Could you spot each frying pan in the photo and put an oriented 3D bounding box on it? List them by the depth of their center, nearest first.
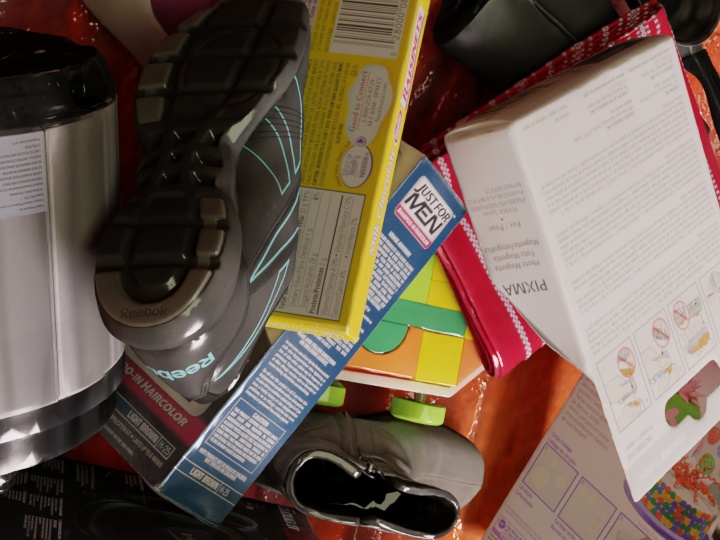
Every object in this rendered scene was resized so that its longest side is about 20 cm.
[{"bbox_3d":[0.208,-0.166,0.883,0.191,0.031,0.115,55,52,-25],"label":"frying pan"}]

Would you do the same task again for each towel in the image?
[{"bbox_3d":[0.124,-0.047,0.809,0.199,0.022,0.146,-34,114,-19],"label":"towel"}]

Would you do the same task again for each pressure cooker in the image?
[{"bbox_3d":[-0.188,0.005,0.600,0.174,0.179,0.202,1,107,2],"label":"pressure cooker"}]

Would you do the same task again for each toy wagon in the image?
[{"bbox_3d":[0.000,0.000,0.792,0.198,0.039,0.157,12,87,-28],"label":"toy wagon"}]

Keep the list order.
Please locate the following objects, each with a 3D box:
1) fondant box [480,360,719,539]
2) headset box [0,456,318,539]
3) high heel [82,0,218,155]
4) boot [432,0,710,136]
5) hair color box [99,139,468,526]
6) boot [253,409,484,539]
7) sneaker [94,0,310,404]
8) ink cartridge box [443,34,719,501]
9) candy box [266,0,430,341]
[{"bbox_3d":[0.177,0.136,0.854,0.058,0.144,0.201,8,116,-48],"label":"fondant box"},{"bbox_3d":[-0.099,0.156,0.681,0.198,0.149,0.078,16,96,-14],"label":"headset box"},{"bbox_3d":[-0.088,-0.141,0.714,0.096,0.067,0.202,-32,120,-43],"label":"high heel"},{"bbox_3d":[0.115,-0.085,0.839,0.200,0.065,0.166,41,69,-37],"label":"boot"},{"bbox_3d":[-0.050,0.013,0.696,0.201,0.100,0.061,-51,142,-6],"label":"hair color box"},{"bbox_3d":[0.016,0.123,0.791,0.198,0.130,0.068,16,93,-34],"label":"boot"},{"bbox_3d":[-0.061,-0.037,0.608,0.080,0.075,0.202,65,33,-48],"label":"sneaker"},{"bbox_3d":[0.135,-0.006,0.741,0.162,0.057,0.202,-30,109,-43],"label":"ink cartridge box"},{"bbox_3d":[-0.029,-0.072,0.660,0.026,0.101,0.202,47,53,-66],"label":"candy box"}]
